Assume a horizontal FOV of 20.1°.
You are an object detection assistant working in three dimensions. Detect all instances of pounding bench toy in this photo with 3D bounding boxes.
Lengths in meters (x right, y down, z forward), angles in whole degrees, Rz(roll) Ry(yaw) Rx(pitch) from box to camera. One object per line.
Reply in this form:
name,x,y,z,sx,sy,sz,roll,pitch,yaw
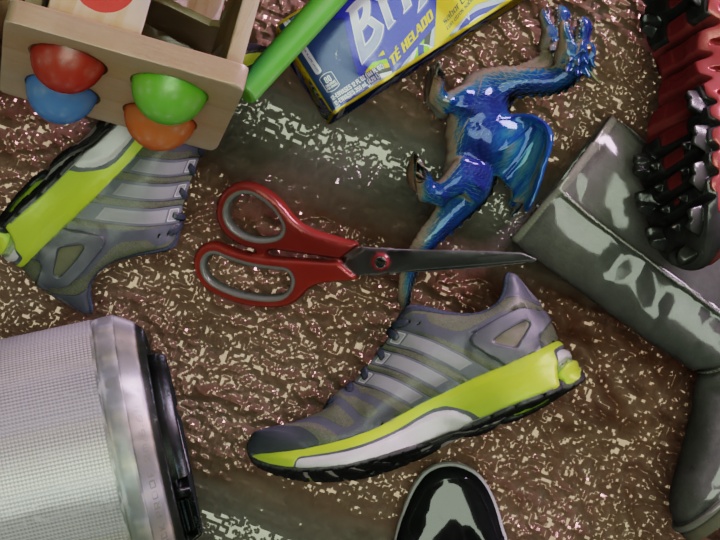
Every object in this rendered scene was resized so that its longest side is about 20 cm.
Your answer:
pounding bench toy,-0.080,-0.142,1.089,0.199,0.124,0.157,15,76,-8

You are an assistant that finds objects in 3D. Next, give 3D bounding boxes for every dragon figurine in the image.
dragon figurine,0.081,-0.066,1.200,0.099,0.059,0.201,12,89,-4

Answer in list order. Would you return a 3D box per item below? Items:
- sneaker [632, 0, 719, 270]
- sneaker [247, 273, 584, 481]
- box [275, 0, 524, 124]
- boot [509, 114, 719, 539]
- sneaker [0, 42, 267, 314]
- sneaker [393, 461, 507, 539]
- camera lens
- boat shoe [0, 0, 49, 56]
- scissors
sneaker,0.213,-0.090,1.186,0.098,0.071,0.201,18,65,-29
sneaker,0.026,0.067,1.189,0.199,0.074,0.081,-20,77,-1
box,0.048,-0.167,1.191,0.200,0.070,0.064,-33,90,-4
boot,0.173,0.034,1.203,0.200,0.073,0.182,37,74,-11
sneaker,-0.123,-0.058,1.187,0.200,0.074,0.081,-40,108,0
sneaker,0.056,0.216,1.175,0.073,0.112,0.201,5,90,-5
camera lens,-0.195,0.118,1.130,0.199,0.160,0.161,-12,92,-4
boat shoe,-0.196,-0.154,1.170,0.200,0.072,0.068,-45,93,-3
scissors,0.000,0.000,1.191,0.199,0.014,0.074,14,103,8
